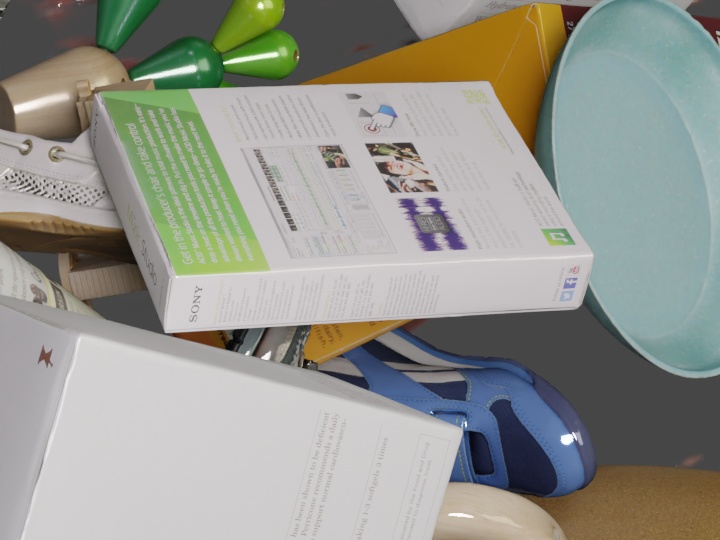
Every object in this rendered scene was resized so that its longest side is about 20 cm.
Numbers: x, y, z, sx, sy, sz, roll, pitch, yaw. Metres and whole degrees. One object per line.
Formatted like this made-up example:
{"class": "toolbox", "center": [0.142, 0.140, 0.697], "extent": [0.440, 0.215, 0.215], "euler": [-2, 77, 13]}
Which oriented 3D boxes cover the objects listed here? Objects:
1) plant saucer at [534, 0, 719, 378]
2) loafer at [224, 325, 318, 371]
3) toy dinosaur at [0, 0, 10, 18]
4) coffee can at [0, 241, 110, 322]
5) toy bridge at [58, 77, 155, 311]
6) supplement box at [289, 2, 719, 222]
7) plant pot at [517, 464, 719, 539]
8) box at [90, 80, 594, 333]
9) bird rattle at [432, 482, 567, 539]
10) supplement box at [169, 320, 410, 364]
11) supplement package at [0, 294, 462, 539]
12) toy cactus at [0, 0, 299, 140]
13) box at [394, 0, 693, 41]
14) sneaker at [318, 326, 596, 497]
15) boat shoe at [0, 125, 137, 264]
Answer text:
{"class": "plant saucer", "center": [0.146, -0.042, 1.349], "extent": [0.199, 0.036, 0.201], "euler": [17, 68, -46]}
{"class": "loafer", "center": [-0.056, 0.095, 1.227], "extent": [0.063, 0.072, 0.201], "euler": [26, 87, -5]}
{"class": "toy dinosaur", "center": [-0.236, -0.138, 1.240], "extent": [0.135, 0.102, 0.201], "euler": [33, 67, -8]}
{"class": "coffee can", "center": [-0.192, 0.051, 1.172], "extent": [0.200, 0.146, 0.147], "euler": [39, 53, -33]}
{"class": "toy bridge", "center": [-0.116, 0.000, 1.322], "extent": [0.027, 0.067, 0.201], "euler": [-69, 149, -68]}
{"class": "supplement box", "center": [0.097, -0.057, 1.477], "extent": [0.199, 0.197, 0.134], "euler": [-2, 80, -48]}
{"class": "plant pot", "center": [0.209, 0.194, 1.525], "extent": [0.186, 0.199, 0.188], "euler": [15, 69, -44]}
{"class": "box", "center": [-0.011, -0.032, 1.197], "extent": [0.199, 0.036, 0.145], "euler": [-2, 38, -21]}
{"class": "bird rattle", "center": [0.028, 0.152, 1.383], "extent": [0.200, 0.162, 0.113], "euler": [53, 28, -35]}
{"class": "supplement box", "center": [0.000, 0.000, 1.346], "extent": [0.069, 0.199, 0.067], "euler": [63, 24, -7]}
{"class": "supplement package", "center": [-0.079, 0.089, 1.097], "extent": [0.199, 0.117, 0.118], "euler": [16, 92, -37]}
{"class": "toy cactus", "center": [-0.111, -0.105, 1.355], "extent": [0.164, 0.102, 0.201], "euler": [-16, 111, -26]}
{"class": "box", "center": [0.091, -0.237, 1.518], "extent": [0.198, 0.131, 0.200], "euler": [-2, 52, -47]}
{"class": "sneaker", "center": [0.034, 0.084, 1.386], "extent": [0.082, 0.199, 0.074], "euler": [-39, 131, -37]}
{"class": "boat shoe", "center": [-0.118, -0.043, 1.253], "extent": [0.071, 0.199, 0.070], "euler": [73, 26, -74]}
